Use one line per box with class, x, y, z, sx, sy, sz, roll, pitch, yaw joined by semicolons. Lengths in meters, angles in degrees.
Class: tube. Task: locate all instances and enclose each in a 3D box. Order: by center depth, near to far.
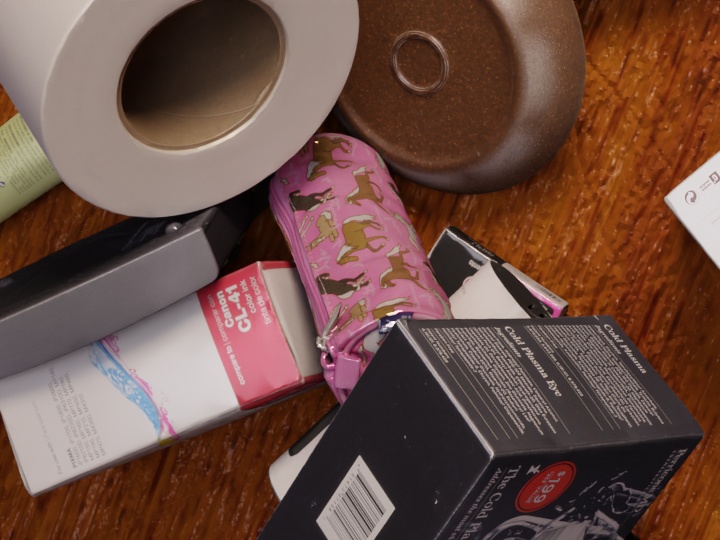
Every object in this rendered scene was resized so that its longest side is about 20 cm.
tube;-0.206;-0.093;1.252;0.199;0.052;0.058;-36;125;9

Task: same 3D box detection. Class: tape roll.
tape roll;-0.119;-0.151;1.057;0.203;0.202;0.139;-47;52;11

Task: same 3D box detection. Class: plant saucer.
plant saucer;0.044;-0.135;1.144;0.199;0.037;0.202;14;121;25

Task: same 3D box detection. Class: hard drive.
hard drive;-0.164;0.007;1.140;0.199;0.135;0.043;-23;105;16

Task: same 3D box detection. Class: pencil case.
pencil case;0.000;0.000;1.114;0.082;0.087;0.201;-31;40;9

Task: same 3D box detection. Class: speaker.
speaker;0.039;0.088;1.142;0.200;0.081;0.081;-44;82;12

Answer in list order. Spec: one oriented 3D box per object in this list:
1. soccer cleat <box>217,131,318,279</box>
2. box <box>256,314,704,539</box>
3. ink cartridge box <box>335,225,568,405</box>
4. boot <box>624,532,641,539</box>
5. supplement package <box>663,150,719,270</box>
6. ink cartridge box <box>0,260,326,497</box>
soccer cleat;-0.109;-0.048;1.229;0.200;0.065;0.084;-43;52;16
box;0.065;0.131;1.053;0.104;0.181;0.201;53;127;32
ink cartridge box;0.045;0.080;1.199;0.094;0.037;0.201;33;101;10
boot;0.166;0.271;1.151;0.200;0.076;0.169;38;97;17
supplement package;0.316;-0.025;1.068;0.191;0.147;0.201;-40;83;12
ink cartridge box;-0.117;0.066;1.180;0.198;0.148;0.086;-21;87;13
